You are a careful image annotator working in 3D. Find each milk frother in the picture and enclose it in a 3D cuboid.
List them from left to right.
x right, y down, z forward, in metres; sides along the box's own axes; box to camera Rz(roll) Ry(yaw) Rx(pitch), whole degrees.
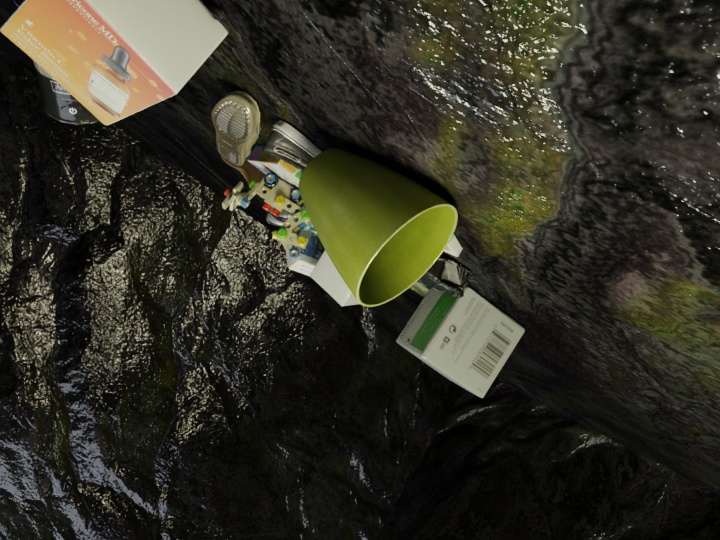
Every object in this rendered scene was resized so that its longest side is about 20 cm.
[{"bbox_3d":[-0.445,-0.378,0.917,0.200,0.180,0.188,61,151,29],"label":"milk frother"}]

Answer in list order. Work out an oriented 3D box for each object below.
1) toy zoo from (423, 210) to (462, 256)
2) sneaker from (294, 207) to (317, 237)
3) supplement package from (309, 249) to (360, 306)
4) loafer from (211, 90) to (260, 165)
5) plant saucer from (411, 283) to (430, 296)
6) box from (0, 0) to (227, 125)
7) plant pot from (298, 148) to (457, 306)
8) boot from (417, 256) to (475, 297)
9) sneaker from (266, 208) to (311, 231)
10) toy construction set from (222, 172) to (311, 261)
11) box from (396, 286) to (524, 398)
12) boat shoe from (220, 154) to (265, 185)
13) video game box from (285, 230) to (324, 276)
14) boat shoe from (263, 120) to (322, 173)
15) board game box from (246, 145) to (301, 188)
[{"bbox_3d":[0.101,-0.082,0.966,0.131,0.020,0.200,29,173,30],"label":"toy zoo"},{"bbox_3d":[-0.067,-0.107,1.269,0.200,0.090,0.078,17,166,34],"label":"sneaker"},{"bbox_3d":[0.000,0.000,1.338,0.117,0.117,0.200,41,-160,24],"label":"supplement package"},{"bbox_3d":[-0.210,-0.254,0.975,0.076,0.068,0.200,32,159,-8],"label":"loafer"},{"bbox_3d":[0.171,0.039,1.571,0.200,0.031,0.200,33,174,4],"label":"plant saucer"},{"bbox_3d":[-0.279,-0.269,0.635,0.200,0.106,0.152,1,144,46],"label":"box"},{"bbox_3d":[0.005,-0.083,0.825,0.200,0.187,0.187,46,-179,24],"label":"plant pot"},{"bbox_3d":[0.132,-0.006,1.186,0.198,0.073,0.162,26,177,-3],"label":"boot"},{"bbox_3d":[-0.122,-0.139,1.357,0.199,0.088,0.074,8,-171,-16],"label":"sneaker"},{"bbox_3d":[-0.179,-0.123,1.158,0.200,0.131,0.092,33,174,-10],"label":"toy construction set"},{"bbox_3d":[0.239,0.159,1.370,0.200,0.199,0.171,36,174,-17],"label":"box"},{"bbox_3d":[-0.241,-0.230,1.328,0.200,0.072,0.072,37,-175,19],"label":"boat shoe"},{"bbox_3d":[-0.115,-0.066,1.448,0.182,0.047,0.200,24,-140,-42],"label":"video game box"},{"bbox_3d":[-0.081,-0.170,0.967,0.200,0.066,0.070,37,173,-36],"label":"boat shoe"},{"bbox_3d":[-0.138,-0.198,1.173,0.153,0.040,0.200,36,174,-31],"label":"board game box"}]
